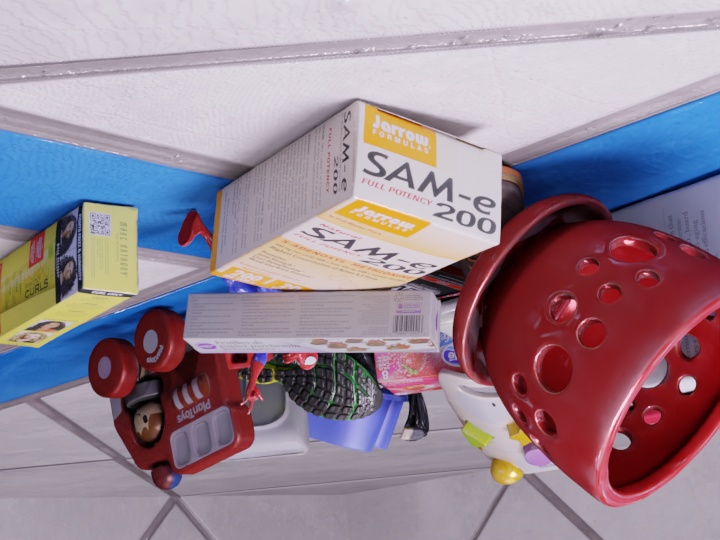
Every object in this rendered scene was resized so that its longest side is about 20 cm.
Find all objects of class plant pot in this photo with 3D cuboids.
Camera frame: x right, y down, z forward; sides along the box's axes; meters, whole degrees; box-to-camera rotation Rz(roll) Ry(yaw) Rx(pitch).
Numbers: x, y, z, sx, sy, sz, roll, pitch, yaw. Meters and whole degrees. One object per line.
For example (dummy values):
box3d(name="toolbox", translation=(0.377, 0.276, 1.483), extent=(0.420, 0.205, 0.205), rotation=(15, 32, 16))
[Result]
box3d(name="plant pot", translation=(0.186, 0.054, 0.995), extent=(0.182, 0.201, 0.200), rotation=(37, -165, 37))

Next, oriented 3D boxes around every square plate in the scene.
box3d(name="square plate", translation=(-0.160, 0.149, 1.500), extent=(0.198, 0.200, 0.028), rotation=(-5, 124, 0))

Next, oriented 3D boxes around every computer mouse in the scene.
box3d(name="computer mouse", translation=(0.026, 0.131, 1.497), extent=(0.046, 0.141, 0.200), rotation=(-15, 163, 18))

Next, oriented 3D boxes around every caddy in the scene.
box3d(name="caddy", translation=(-0.037, 0.157, 1.617), extent=(0.200, 0.105, 0.141), rotation=(14, 179, 18))

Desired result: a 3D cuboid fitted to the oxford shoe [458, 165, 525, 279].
box3d(name="oxford shoe", translation=(0.103, -0.031, 1.029), extent=(0.071, 0.073, 0.200), rotation=(-10, 162, 18))

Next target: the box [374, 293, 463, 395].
box3d(name="box", translation=(0.118, 0.073, 1.401), extent=(0.200, 0.096, 0.100), rotation=(-9, 165, 11))

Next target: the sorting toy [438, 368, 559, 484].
box3d(name="sorting toy", translation=(0.169, 0.135, 1.334), extent=(0.200, 0.107, 0.180), rotation=(-14, 143, 22))

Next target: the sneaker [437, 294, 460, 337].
box3d(name="sneaker", translation=(0.145, 0.072, 1.182), extent=(0.200, 0.081, 0.075), rotation=(18, 164, -29))

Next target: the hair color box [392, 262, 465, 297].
box3d(name="hair color box", translation=(0.000, 0.000, 1.143), extent=(0.200, 0.061, 0.101), rotation=(-13, 164, 31))

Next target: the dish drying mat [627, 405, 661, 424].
box3d(name="dish drying mat", translation=(0.306, 0.121, 1.154), extent=(0.077, 0.018, 0.200), rotation=(5, 164, -38))

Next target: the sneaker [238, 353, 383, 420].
box3d(name="sneaker", translation=(-0.058, 0.108, 1.452), extent=(0.200, 0.078, 0.085), rotation=(23, -170, 25))

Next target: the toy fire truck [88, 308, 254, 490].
box3d(name="toy fire truck", translation=(-0.200, 0.142, 1.375), extent=(0.200, 0.168, 0.112), rotation=(-30, 153, 36))

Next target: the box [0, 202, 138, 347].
box3d(name="box", translation=(-0.249, 0.007, 1.056), extent=(0.050, 0.075, 0.200), rotation=(7, 162, -35))

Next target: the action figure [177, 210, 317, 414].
box3d(name="action figure", translation=(-0.086, 0.044, 1.067), extent=(0.065, 0.099, 0.200), rotation=(-7, 143, 24))

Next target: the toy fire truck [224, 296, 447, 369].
box3d(name="toy fire truck", translation=(-0.024, 0.050, 1.277), extent=(0.200, 0.049, 0.141), rotation=(-12, -179, 26))

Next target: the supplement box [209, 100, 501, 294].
box3d(name="supplement box", translation=(-0.008, -0.039, 0.927), extent=(0.126, 0.074, 0.200), rotation=(16, 157, -30))

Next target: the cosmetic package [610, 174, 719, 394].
box3d(name="cosmetic package", translation=(0.346, 0.012, 1.109), extent=(0.167, 0.167, 0.200), rotation=(5, 163, -37))

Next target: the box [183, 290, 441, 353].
box3d(name="box", translation=(-0.037, 0.040, 0.988), extent=(0.200, 0.042, 0.039), rotation=(-2, 159, 15))
